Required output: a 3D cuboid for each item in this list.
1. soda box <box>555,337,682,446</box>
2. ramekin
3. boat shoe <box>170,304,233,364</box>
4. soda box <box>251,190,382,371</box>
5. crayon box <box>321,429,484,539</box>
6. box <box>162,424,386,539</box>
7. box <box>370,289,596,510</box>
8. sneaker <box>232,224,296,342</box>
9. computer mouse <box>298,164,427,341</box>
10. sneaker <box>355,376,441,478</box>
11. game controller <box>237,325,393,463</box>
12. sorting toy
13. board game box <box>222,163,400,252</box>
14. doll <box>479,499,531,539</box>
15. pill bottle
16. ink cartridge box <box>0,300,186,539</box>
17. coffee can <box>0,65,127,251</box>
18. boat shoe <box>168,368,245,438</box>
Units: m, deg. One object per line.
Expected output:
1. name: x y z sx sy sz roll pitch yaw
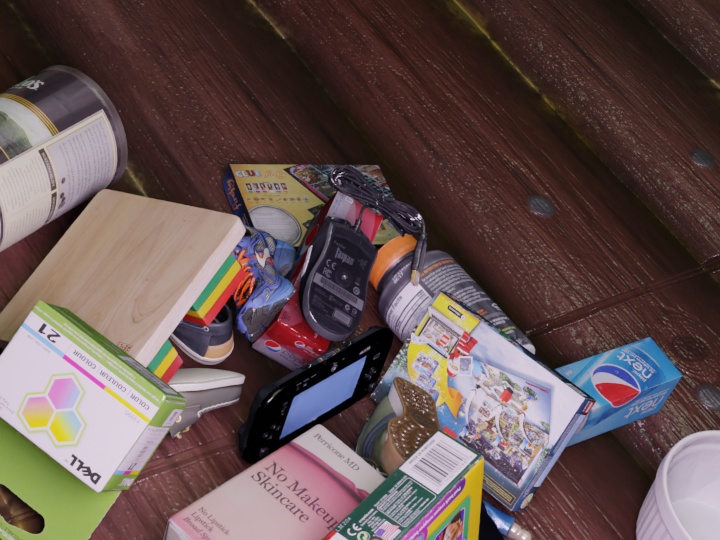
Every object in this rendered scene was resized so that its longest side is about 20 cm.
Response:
1. soda box: 0.261 0.140 1.694 0.199 0.068 0.064 -15 55 -36
2. ramekin: 0.384 0.277 1.586 0.199 0.105 0.201 13 43 -13
3. boat shoe: -0.209 0.018 1.597 0.200 0.062 0.075 38 45 16
4. soda box: -0.044 0.011 1.646 0.063 0.070 0.201 32 51 -12
5. crayon box: 0.027 0.267 1.344 0.058 0.173 0.200 29 49 28
6. box: -0.070 0.251 1.379 0.128 0.109 0.199 37 43 24
7. box: 0.123 0.132 1.562 0.200 0.137 0.038 37 11 27
8. sneaker: -0.118 0.010 1.593 0.078 0.075 0.200 34 15 -14
9. computer mouse: 0.000 0.000 1.603 0.140 0.046 0.201 27 58 -27
10. sneaker: 0.034 0.183 1.488 0.067 0.090 0.200 29 17 -9
11. game controller: -0.043 0.123 1.536 0.042 0.105 0.199 46 46 17
12. sorting toy: -0.229 0.027 1.491 0.198 0.070 0.201 12 56 37
13. board game box: -0.049 -0.066 1.780 0.199 0.035 0.136 -1 48 -27
14. doll: 0.113 0.272 1.502 0.136 0.049 0.201 -5 44 -26
15. pill bottle: 0.091 0.051 1.673 0.106 0.107 0.200 -20 57 -39
16. ink cartridge box: -0.271 0.152 1.330 0.147 0.201 0.076 35 -1 11
17. coffee can: -0.362 -0.111 1.589 0.146 0.147 0.200 37 43 13
18. boat shoe: -0.201 0.135 1.482 0.201 0.061 0.072 -8 9 -37
